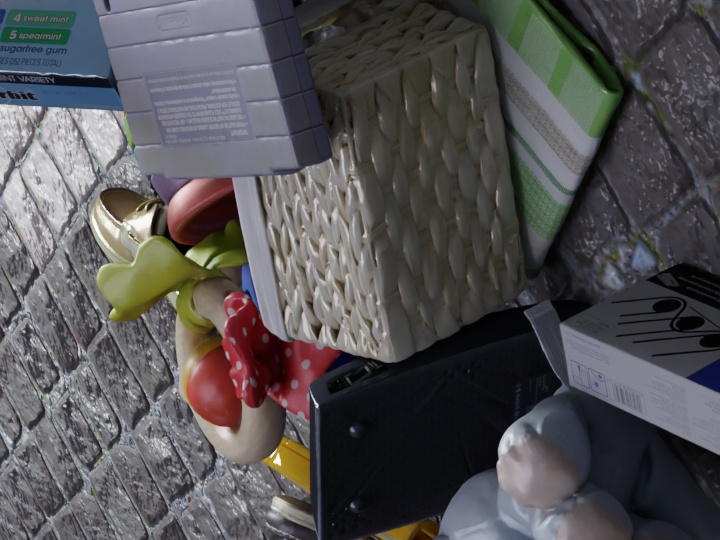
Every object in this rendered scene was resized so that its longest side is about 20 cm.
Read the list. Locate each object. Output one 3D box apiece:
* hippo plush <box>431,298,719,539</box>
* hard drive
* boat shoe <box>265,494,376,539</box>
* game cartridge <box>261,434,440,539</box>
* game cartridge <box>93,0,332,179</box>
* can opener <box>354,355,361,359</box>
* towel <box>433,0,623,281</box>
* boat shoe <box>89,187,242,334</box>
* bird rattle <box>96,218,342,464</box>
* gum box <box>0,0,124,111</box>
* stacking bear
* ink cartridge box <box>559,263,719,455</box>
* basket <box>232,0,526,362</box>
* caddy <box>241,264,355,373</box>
[{"bbox_3d":[0.101,0.145,1.532,0.161,0.159,0.201,-42,65,33],"label":"hippo plush"},{"bbox_3d":[0.058,0.091,1.612,0.042,0.199,0.135,-126,26,-44],"label":"hard drive"},{"bbox_3d":[0.006,0.221,1.770,0.200,0.065,0.072,36,174,-34],"label":"boat shoe"},{"bbox_3d":[0.029,0.183,1.827,0.176,0.033,0.200,38,175,-41],"label":"game cartridge"},{"bbox_3d":[-0.089,-0.118,1.515,0.200,0.038,0.130,2,114,59],"label":"game cartridge"},{"bbox_3d":[0.000,0.000,1.700,0.063,0.078,0.201,73,-176,-69],"label":"can opener"},{"bbox_3d":[0.090,-0.100,1.577,0.149,0.031,0.200,51,149,19],"label":"towel"},{"bbox_3d":[-0.145,-0.024,2.024,0.200,0.074,0.067,36,130,40],"label":"boat shoe"},{"bbox_3d":[-0.081,0.056,1.758,0.200,0.112,0.164,37,139,39],"label":"bird rattle"},{"bbox_3d":[-0.206,-0.201,1.678,0.169,0.201,0.045,4,152,19],"label":"gum box"},{"bbox_3d":[-0.120,-0.131,1.833,0.122,0.113,0.201,84,163,-74],"label":"stacking bear"},{"bbox_3d":[0.209,0.056,1.420,0.200,0.094,0.044,25,133,52],"label":"ink cartridge box"},{"bbox_3d":[0.009,-0.058,1.574,0.123,0.135,0.201,20,129,48],"label":"basket"},{"bbox_3d":[-0.008,0.056,1.796,0.200,0.105,0.142,51,152,23],"label":"caddy"}]
